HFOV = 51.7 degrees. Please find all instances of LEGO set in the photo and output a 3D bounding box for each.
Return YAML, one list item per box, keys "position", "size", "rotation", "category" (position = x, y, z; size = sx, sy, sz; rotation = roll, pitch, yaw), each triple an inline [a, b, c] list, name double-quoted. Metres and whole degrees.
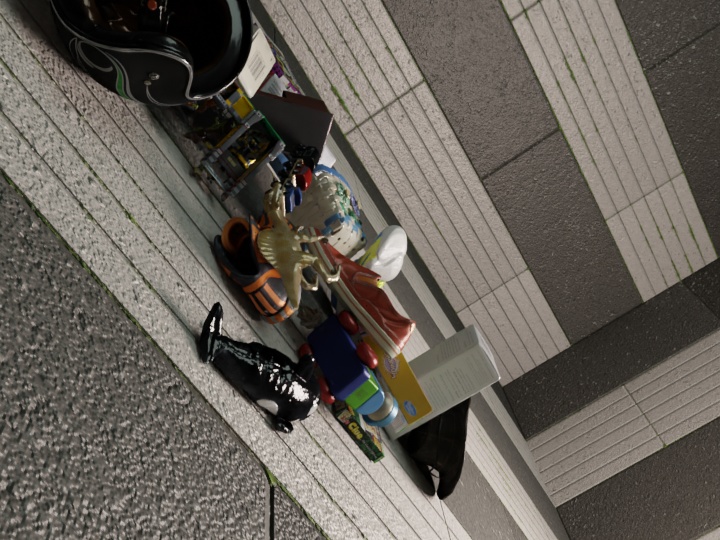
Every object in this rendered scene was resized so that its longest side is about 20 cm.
- position: [-0.201, -0.181, 0.972]
  size: [0.153, 0.116, 0.202]
  rotation: [24, -26, 53]
  category: "LEGO set"

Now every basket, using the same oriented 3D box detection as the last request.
- position: [-0.081, -0.105, 1.174]
  size: [0.201, 0.138, 0.176]
  rotation: [53, 7, 21]
  category: "basket"

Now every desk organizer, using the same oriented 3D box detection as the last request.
- position: [-0.146, -0.233, 1.101]
  size: [0.195, 0.073, 0.077]
  rotation: [11, 25, -19]
  category: "desk organizer"

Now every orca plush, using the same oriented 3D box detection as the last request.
- position: [-0.083, 0.092, 0.765]
  size: [0.201, 0.070, 0.106]
  rotation: [52, 12, -38]
  category: "orca plush"

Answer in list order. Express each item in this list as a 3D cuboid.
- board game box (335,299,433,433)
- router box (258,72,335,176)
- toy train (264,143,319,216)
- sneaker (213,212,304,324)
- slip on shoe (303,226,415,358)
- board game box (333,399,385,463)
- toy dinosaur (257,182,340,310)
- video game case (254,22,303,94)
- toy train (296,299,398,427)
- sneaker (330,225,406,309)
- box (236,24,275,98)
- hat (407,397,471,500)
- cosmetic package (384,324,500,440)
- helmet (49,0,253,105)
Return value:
- position: [0.028, 0.127, 1.061]
  size: [0.203, 0.040, 0.153]
  rotation: [61, -11, 12]
  category: "board game box"
- position: [-0.154, -0.253, 1.259]
  size: [0.178, 0.049, 0.201]
  rotation: [25, -19, 45]
  category: "router box"
- position: [-0.088, -0.125, 1.012]
  size: [0.201, 0.044, 0.035]
  rotation: [-73, 166, -58]
  category: "toy train"
- position: [-0.125, -0.037, 0.921]
  size: [0.113, 0.076, 0.202]
  rotation: [54, 11, -35]
  category: "sneaker"
- position: [-0.003, 0.020, 0.969]
  size: [0.201, 0.061, 0.074]
  rotation: [49, -8, 2]
  category: "slip on shoe"
- position: [-0.012, 0.169, 1.065]
  size: [0.105, 0.023, 0.201]
  rotation: [52, 12, -29]
  category: "board game box"
- position: [-0.078, -0.008, 0.866]
  size: [0.100, 0.058, 0.203]
  rotation: [23, 37, -37]
  category: "toy dinosaur"
- position: [-0.235, -0.584, 2.130]
  size: [0.203, 0.035, 0.181]
  rotation: [64, 11, 20]
  category: "video game case"
- position: [-0.021, 0.112, 0.984]
  size: [0.116, 0.084, 0.201]
  rotation: [50, 4, -37]
  category: "toy train"
- position: [0.000, 0.000, 1.222]
  size: [0.075, 0.203, 0.105]
  rotation: [10, 24, -42]
  category: "sneaker"
- position: [-0.218, -0.320, 1.014]
  size: [0.197, 0.069, 0.082]
  rotation: [30, -11, 19]
  category: "box"
- position: [0.121, 0.277, 1.226]
  size: [0.201, 0.079, 0.206]
  rotation: [-168, -91, -87]
  category: "hat"
- position: [0.117, 0.176, 1.181]
  size: [0.075, 0.197, 0.102]
  rotation: [56, 10, -8]
  category: "cosmetic package"
- position: [-0.217, -0.269, 0.784]
  size: [0.203, 0.197, 0.191]
  rotation: [59, 1, 5]
  category: "helmet"
